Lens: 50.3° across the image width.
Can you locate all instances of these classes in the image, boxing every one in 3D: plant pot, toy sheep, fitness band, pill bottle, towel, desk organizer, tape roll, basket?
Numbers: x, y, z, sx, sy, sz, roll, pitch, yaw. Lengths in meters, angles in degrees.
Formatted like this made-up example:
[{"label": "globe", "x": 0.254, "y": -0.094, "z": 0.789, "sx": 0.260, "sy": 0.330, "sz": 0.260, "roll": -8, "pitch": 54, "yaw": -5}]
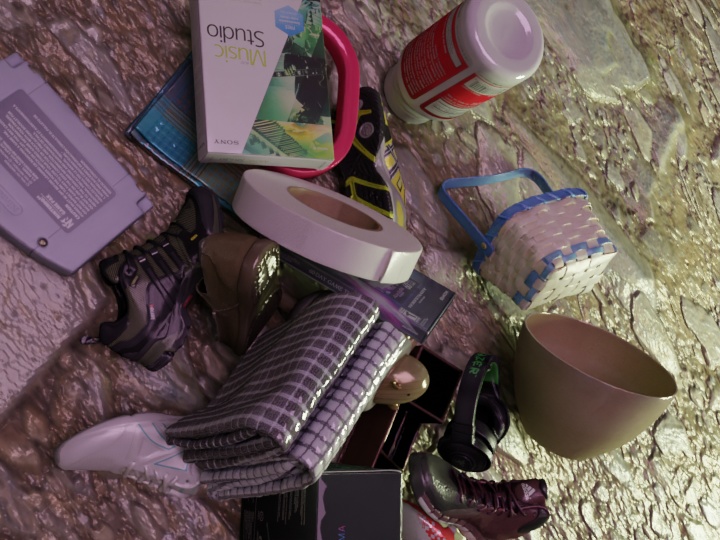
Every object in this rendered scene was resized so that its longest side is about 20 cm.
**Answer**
[{"label": "plant pot", "x": 0.277, "y": 0.159, "z": 0.976, "sx": 0.200, "sy": 0.200, "sz": 0.135, "roll": 9, "pitch": 113, "yaw": -28}, {"label": "toy sheep", "x": -0.013, "y": 0.078, "z": 0.841, "sx": 0.200, "sy": 0.138, "sz": 0.138, "roll": 31, "pitch": 62, "yaw": 17}, {"label": "fitness band", "x": -0.071, "y": -0.204, "z": 0.884, "sx": 0.143, "sy": 0.037, "sz": 0.200, "roll": 10, "pitch": 76, "yaw": -25}, {"label": "pill bottle", "x": 0.116, "y": -0.250, "z": 0.932, "sx": 0.112, "sy": 0.200, "sz": 0.112, "roll": 6, "pitch": 78, "yaw": -29}, {"label": "towel", "x": -0.073, "y": 0.111, "z": 0.694, "sx": 0.086, "sy": 0.200, "sz": 0.166, "roll": 47, "pitch": 51, "yaw": -16}, {"label": "desk organizer", "x": 0.039, "y": 0.188, "z": 0.879, "sx": 0.072, "sy": 0.077, "sz": 0.200, "roll": 34, "pitch": 66, "yaw": -20}, {"label": "tape roll", "x": -0.033, "y": -0.048, "z": 0.793, "sx": 0.203, "sy": 0.203, "sz": 0.037, "roll": 17, "pitch": 105, "yaw": -26}, {"label": "towel", "x": -0.142, "y": -0.145, "z": 0.870, "sx": 0.200, "sy": 0.022, "sz": 0.147, "roll": 39, "pitch": 65, "yaw": -19}, {"label": "basket", "x": 0.214, "y": -0.054, "z": 1.000, "sx": 0.176, "sy": 0.139, "sz": 0.200, "roll": -12, "pitch": 59, "yaw": -29}]

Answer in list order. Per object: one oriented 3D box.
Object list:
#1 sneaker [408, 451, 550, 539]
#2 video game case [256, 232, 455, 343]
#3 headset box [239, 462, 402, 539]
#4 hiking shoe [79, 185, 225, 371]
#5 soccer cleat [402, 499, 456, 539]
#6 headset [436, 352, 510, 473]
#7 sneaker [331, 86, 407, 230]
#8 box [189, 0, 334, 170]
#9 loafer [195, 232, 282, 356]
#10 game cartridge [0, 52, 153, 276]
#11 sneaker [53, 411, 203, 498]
[{"label": "sneaker", "x": 0.142, "y": 0.241, "z": 0.848, "sx": 0.200, "sy": 0.115, "sz": 0.076, "roll": 45, "pitch": 30, "yaw": -40}, {"label": "video game case", "x": 0.000, "y": 0.000, "z": 0.827, "sx": 0.200, "sy": 0.019, "sz": 0.143, "roll": 31, "pitch": 21, "yaw": 8}, {"label": "headset box", "x": -0.042, "y": 0.276, "z": 0.746, "sx": 0.093, "sy": 0.200, "sz": 0.174, "roll": 7, "pitch": 77, "yaw": -28}, {"label": "hiking shoe", "x": -0.206, "y": -0.005, "z": 0.775, "sx": 0.101, "sy": 0.076, "sz": 0.200, "roll": 25, "pitch": 70, "yaw": -27}, {"label": "soccer cleat", "x": 0.085, "y": 0.355, "z": 0.882, "sx": 0.085, "sy": 0.069, "sz": 0.200, "roll": -39, "pitch": 105, "yaw": -33}, {"label": "headset", "x": 0.150, "y": 0.198, "z": 0.917, "sx": 0.123, "sy": 0.094, "sz": 0.200, "roll": -37, "pitch": 133, "yaw": -59}, {"label": "sneaker", "x": 0.012, "y": -0.126, "z": 0.938, "sx": 0.076, "sy": 0.075, "sz": 0.200, "roll": 20, "pitch": 62, "yaw": -61}, {"label": "box", "x": -0.106, "y": -0.212, "z": 0.826, "sx": 0.144, "sy": 0.036, "sz": 0.200, "roll": -1, "pitch": 81, "yaw": -27}, {"label": "loafer", "x": -0.122, "y": 0.018, "z": 0.765, "sx": 0.067, "sy": 0.200, "sz": 0.076, "roll": 30, "pitch": 57, "yaw": 7}, {"label": "game cartridge", "x": -0.319, "y": -0.098, "z": 0.752, "sx": 0.133, "sy": 0.042, "sz": 0.200, "roll": -45, "pitch": 104, "yaw": -24}, {"label": "sneaker", "x": -0.190, "y": 0.180, "z": 0.745, "sx": 0.200, "sy": 0.070, "sz": 0.080, "roll": 0, "pitch": 67, "yaw": -29}]
